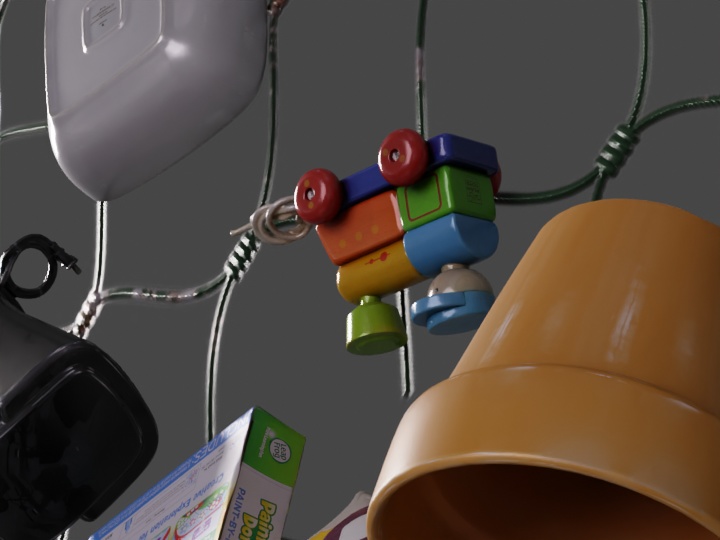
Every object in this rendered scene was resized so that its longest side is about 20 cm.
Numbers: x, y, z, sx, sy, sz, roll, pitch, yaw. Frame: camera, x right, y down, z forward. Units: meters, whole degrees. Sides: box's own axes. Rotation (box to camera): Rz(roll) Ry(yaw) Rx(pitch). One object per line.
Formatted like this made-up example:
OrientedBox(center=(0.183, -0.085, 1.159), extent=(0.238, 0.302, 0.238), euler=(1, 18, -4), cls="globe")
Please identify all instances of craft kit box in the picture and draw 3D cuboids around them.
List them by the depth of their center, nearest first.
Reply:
OrientedBox(center=(-0.121, 0.205, 1.300), extent=(0.200, 0.048, 0.198), euler=(-39, 24, 42), cls="craft kit box")

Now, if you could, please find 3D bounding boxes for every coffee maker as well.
OrientedBox(center=(-0.234, 0.074, 1.497), extent=(0.200, 0.134, 0.193), euler=(22, 85, 50), cls="coffee maker")

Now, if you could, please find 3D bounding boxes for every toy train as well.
OrientedBox(center=(0.000, 0.000, 1.333), extent=(0.199, 0.084, 0.116), euler=(-23, 66, 38), cls="toy train")

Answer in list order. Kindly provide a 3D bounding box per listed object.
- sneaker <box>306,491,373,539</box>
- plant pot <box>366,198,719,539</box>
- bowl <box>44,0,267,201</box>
OrientedBox(center=(-0.039, 0.217, 1.258), extent=(0.200, 0.075, 0.090), euler=(-45, 31, 14), cls="sneaker")
OrientedBox(center=(0.122, 0.073, 1.075), extent=(0.200, 0.200, 0.184), euler=(-17, 42, 41), cls="plant pot")
OrientedBox(center=(-0.160, -0.171, 1.607), extent=(0.200, 0.074, 0.201), euler=(-30, 50, 32), cls="bowl")
